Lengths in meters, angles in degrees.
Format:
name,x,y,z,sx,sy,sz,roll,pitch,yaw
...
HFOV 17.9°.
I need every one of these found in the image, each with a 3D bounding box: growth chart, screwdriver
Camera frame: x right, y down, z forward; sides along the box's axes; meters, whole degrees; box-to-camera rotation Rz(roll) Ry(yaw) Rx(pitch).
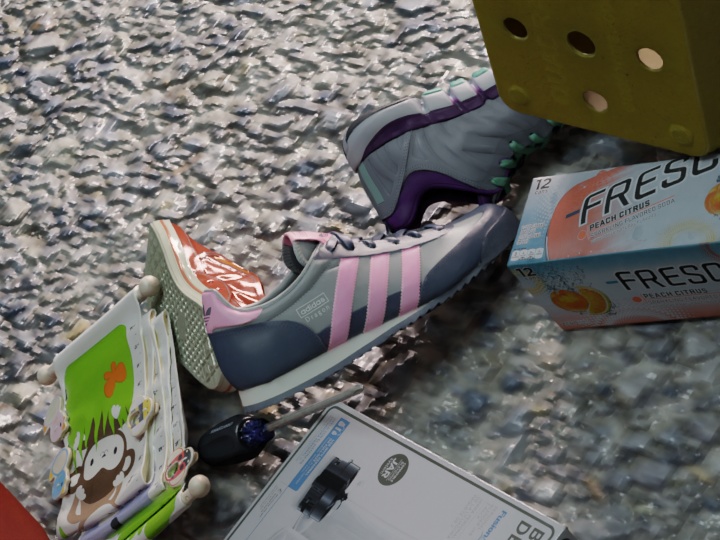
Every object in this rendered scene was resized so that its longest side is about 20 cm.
name,x,y,z,sx,sy,sz,roll,pitch,yaw
growth chart,-0.153,0.102,1.415,0.145,0.018,0.200,-45,40,27
screwdriver,-0.048,0.088,1.300,0.029,0.028,0.200,-21,-3,-26

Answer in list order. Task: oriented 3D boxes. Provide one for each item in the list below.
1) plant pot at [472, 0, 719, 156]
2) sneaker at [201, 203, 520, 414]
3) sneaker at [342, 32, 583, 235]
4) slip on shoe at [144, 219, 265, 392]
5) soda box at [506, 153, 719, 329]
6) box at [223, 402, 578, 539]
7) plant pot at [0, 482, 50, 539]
name,x,y,z,sx,sy,sz,roll,pitch,yaw
plant pot,0.163,-0.179,1.247,0.200,0.200,0.177,16,55,32
sneaker,0.000,0.000,1.325,0.200,0.082,0.070,-32,5,-17
sneaker,0.093,-0.082,1.391,0.199,0.074,0.088,-23,78,8
slip on shoe,-0.093,0.022,1.441,0.061,0.074,0.200,-4,21,-23
soda box,0.183,-0.018,1.237,0.200,0.068,0.064,-7,51,36
box,0.026,0.158,1.214,0.117,0.060,0.200,-51,40,-10
plant pot,-0.277,0.197,1.335,0.199,0.200,0.176,-31,30,12
